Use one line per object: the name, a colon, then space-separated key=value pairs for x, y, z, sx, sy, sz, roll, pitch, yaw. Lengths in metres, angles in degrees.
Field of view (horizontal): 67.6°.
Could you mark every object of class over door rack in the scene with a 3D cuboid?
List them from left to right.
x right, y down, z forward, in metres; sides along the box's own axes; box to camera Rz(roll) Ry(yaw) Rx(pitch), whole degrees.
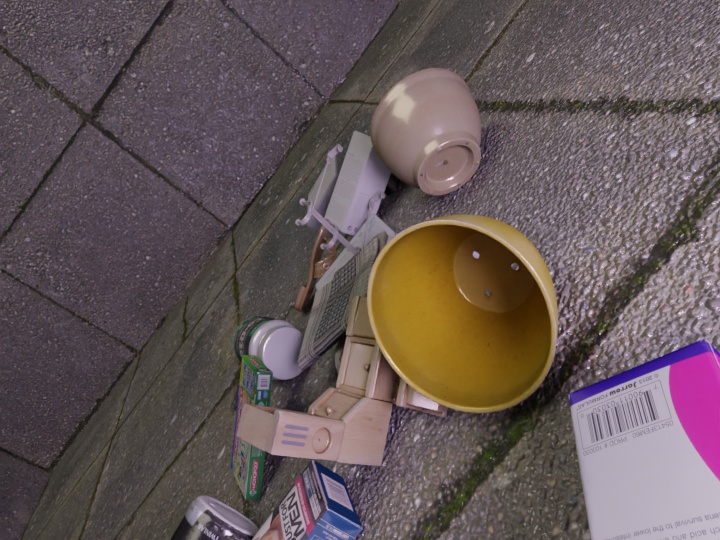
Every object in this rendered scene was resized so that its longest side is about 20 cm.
over door rack: x=-0.040 y=-0.115 z=1.034 sx=0.066 sy=0.147 sz=0.203 roll=-20 pitch=38 yaw=42

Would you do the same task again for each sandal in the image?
sandal: x=-0.078 y=0.000 z=1.176 sx=0.078 sy=0.068 sz=0.216 roll=-37 pitch=-30 yaw=-74

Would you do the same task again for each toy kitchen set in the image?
toy kitchen set: x=-0.008 y=0.121 z=0.632 sx=0.161 sy=0.178 sz=0.206 roll=0 pitch=74 yaw=48

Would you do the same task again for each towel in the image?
towel: x=-0.032 y=0.044 z=0.900 sx=0.192 sy=0.034 sz=0.203 roll=-44 pitch=20 yaw=39

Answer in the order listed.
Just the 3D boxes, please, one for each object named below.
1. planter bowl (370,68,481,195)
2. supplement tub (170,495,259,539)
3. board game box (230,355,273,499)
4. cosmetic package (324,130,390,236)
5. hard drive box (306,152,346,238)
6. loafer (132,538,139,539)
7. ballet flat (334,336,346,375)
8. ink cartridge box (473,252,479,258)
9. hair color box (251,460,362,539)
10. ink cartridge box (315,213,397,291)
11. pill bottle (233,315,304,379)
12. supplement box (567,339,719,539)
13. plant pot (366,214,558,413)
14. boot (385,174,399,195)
planter bowl: x=0.129 y=-0.219 z=0.932 sx=0.200 sy=0.198 sz=0.137 roll=-42 pitch=51 yaw=25
supplement tub: x=-0.231 y=0.436 z=0.744 sx=0.203 sy=0.122 sz=0.122 roll=-60 pitch=23 yaw=-17
board game box: x=-0.187 y=0.260 z=0.919 sx=0.134 sy=0.028 sz=0.206 roll=-172 pitch=88 yaw=-66
cosmetic package: x=0.000 y=-0.184 z=1.159 sx=0.101 sy=0.070 sz=0.205 roll=39 pitch=112 yaw=54
hard drive box: x=-0.072 y=-0.205 z=1.405 sx=0.157 sy=0.076 sz=0.202 roll=-55 pitch=19 yaw=24
loafer: x=-0.514 y=0.644 z=1.086 sx=0.075 sy=0.068 sz=0.203 roll=-26 pitch=35 yaw=48
ballet flat: x=0.007 y=0.092 z=0.876 sx=0.047 sy=0.065 sz=0.204 roll=83 pitch=-161 yaw=-53
ink cartridge box: x=0.081 y=0.038 z=0.785 sx=0.196 sy=0.043 sz=0.203 roll=-22 pitch=37 yaw=44
hair color box: x=-0.089 y=0.352 z=0.662 sx=0.202 sy=0.060 sz=0.100 roll=-54 pitch=21 yaw=1
ink cartridge box: x=0.000 y=0.000 z=1.031 sx=0.201 sy=0.040 sz=0.200 roll=-51 pitch=22 yaw=7
pill bottle: x=-0.179 y=0.153 z=1.072 sx=0.115 sy=0.112 sz=0.199 roll=-59 pitch=22 yaw=-16
supplement box: x=0.198 y=0.162 z=0.300 sx=0.100 sy=0.103 sz=0.203 roll=-35 pitch=27 yaw=35
plant pot: x=0.124 y=0.025 z=0.581 sx=0.199 sy=0.202 sz=0.141 roll=-34 pitch=0 yaw=38
boot: x=0.075 y=-0.263 z=1.249 sx=0.176 sy=0.069 sz=0.199 roll=-56 pitch=32 yaw=-7
